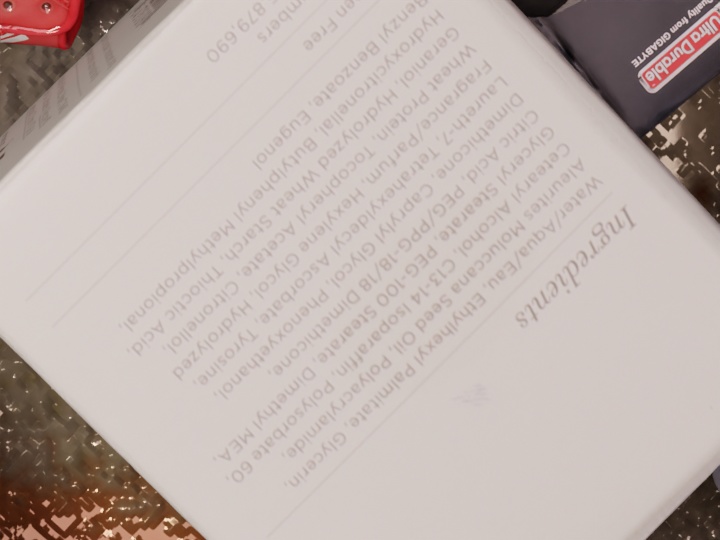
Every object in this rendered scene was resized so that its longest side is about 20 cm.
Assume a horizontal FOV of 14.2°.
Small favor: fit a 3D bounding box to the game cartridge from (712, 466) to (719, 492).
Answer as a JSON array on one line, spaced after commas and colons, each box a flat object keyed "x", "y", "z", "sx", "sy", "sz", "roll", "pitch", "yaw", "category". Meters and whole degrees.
[{"x": 0.156, "y": 0.015, "z": 0.874, "sx": 0.040, "sy": 0.134, "sz": 0.201, "roll": -5, "pitch": 128, "yaw": -19, "category": "game cartridge"}]

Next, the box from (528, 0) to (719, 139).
[{"x": 0.107, "y": -0.163, "z": 0.909, "sx": 0.200, "sy": 0.046, "sz": 0.159, "roll": -40, "pitch": 101, "yaw": 0, "category": "box"}]

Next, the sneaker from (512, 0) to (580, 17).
[{"x": 0.132, "y": -0.119, "z": 0.856, "sx": 0.199, "sy": 0.076, "sz": 0.088, "roll": -31, "pitch": 101, "yaw": -2, "category": "sneaker"}]

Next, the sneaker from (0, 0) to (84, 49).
[{"x": -0.152, "y": -0.075, "z": 0.875, "sx": 0.115, "sy": 0.078, "sz": 0.200, "roll": 34, "pitch": 94, "yaw": -9, "category": "sneaker"}]

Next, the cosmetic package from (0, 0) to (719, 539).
[{"x": 0.000, "y": 0.000, "z": 0.859, "sx": 0.165, "sy": 0.165, "sz": 0.200, "roll": -44, "pitch": 99, "yaw": 1, "category": "cosmetic package"}]
